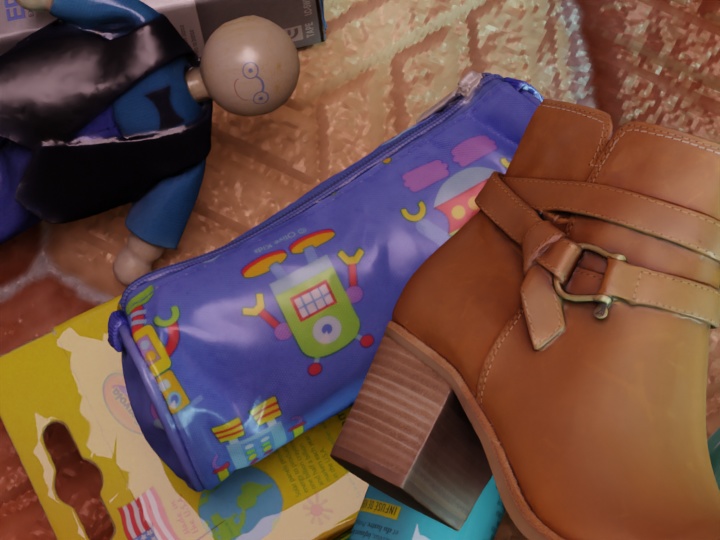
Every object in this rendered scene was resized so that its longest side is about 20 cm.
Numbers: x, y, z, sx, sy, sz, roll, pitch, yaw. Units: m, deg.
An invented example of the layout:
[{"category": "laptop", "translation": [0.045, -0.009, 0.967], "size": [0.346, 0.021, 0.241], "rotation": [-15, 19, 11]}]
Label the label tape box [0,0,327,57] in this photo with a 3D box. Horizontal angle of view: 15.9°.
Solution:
[{"category": "label tape box", "translation": [-0.126, -0.151, 1.081], "size": [0.200, 0.063, 0.144], "rotation": [-12, 70, -1]}]

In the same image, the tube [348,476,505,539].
[{"category": "tube", "translation": [-0.001, 0.155, 0.931], "size": [0.050, 0.077, 0.200], "rotation": [25, 80, -16]}]

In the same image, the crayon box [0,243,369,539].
[{"category": "crayon box", "translation": [-0.033, 0.051, 1.010], "size": [0.200, 0.051, 0.127], "rotation": [-25, 71, -6]}]

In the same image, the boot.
[{"category": "boot", "translation": [0.097, 0.032, 0.856], "size": [0.200, 0.074, 0.155], "rotation": [26, 81, 31]}]

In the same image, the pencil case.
[{"category": "pencil case", "translation": [0.000, 0.000, 0.956], "size": [0.200, 0.078, 0.087], "rotation": [-31, 101, -8]}]

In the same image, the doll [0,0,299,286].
[{"category": "doll", "translation": [-0.118, -0.051, 1.026], "size": [0.200, 0.048, 0.136], "rotation": [-22, 109, 5]}]

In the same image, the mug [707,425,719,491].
[{"category": "mug", "translation": [0.155, 0.115, 0.908], "size": [0.114, 0.185, 0.152], "rotation": [38, 113, 18]}]
